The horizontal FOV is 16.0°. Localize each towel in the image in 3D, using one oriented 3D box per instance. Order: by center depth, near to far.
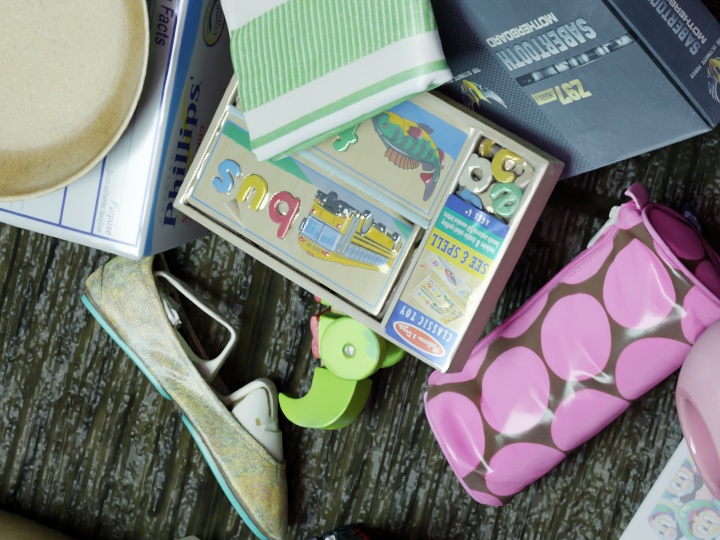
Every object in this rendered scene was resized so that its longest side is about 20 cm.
[{"bbox_3d":[-0.027,-0.176,1.400,0.152,0.023,0.201,-21,78,43],"label":"towel"}]

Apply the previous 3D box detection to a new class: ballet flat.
[{"bbox_3d":[-0.090,0.070,1.554,0.071,0.071,0.200,-39,84,20],"label":"ballet flat"}]

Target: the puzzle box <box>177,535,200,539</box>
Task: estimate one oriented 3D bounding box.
[{"bbox_3d":[-0.161,0.264,1.557,0.025,0.133,0.201,30,114,28],"label":"puzzle box"}]

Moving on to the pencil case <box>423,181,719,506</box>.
[{"bbox_3d":[0.120,0.045,1.462,0.094,0.091,0.200,46,112,-3],"label":"pencil case"}]

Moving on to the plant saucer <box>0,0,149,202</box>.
[{"bbox_3d":[-0.205,-0.141,1.462,0.199,0.035,0.201,4,102,19],"label":"plant saucer"}]

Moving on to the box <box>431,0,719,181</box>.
[{"bbox_3d":[0.098,-0.129,1.379,0.158,0.051,0.200,47,154,-15],"label":"box"}]

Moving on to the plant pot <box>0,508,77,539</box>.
[{"bbox_3d":[-0.259,0.215,1.588,0.200,0.186,0.187,31,107,28],"label":"plant pot"}]

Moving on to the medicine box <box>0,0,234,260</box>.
[{"bbox_3d":[-0.182,-0.122,1.534,0.199,0.103,0.183,15,103,16],"label":"medicine box"}]

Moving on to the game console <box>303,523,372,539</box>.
[{"bbox_3d":[-0.017,0.266,1.530,0.118,0.172,0.201,-21,91,-6],"label":"game console"}]

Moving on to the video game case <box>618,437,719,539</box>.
[{"bbox_3d":[0.241,0.169,1.430,0.182,0.024,0.201,32,83,12],"label":"video game case"}]

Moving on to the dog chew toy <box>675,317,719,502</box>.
[{"bbox_3d":[0.275,0.060,1.383,0.199,0.125,0.125,-19,92,-7],"label":"dog chew toy"}]

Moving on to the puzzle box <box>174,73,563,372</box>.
[{"bbox_3d":[0.001,-0.047,1.442,0.199,0.025,0.134,30,102,22],"label":"puzzle box"}]

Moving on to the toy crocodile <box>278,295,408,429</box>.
[{"bbox_3d":[0.000,0.000,1.507,0.061,0.067,0.201,14,103,18],"label":"toy crocodile"}]
